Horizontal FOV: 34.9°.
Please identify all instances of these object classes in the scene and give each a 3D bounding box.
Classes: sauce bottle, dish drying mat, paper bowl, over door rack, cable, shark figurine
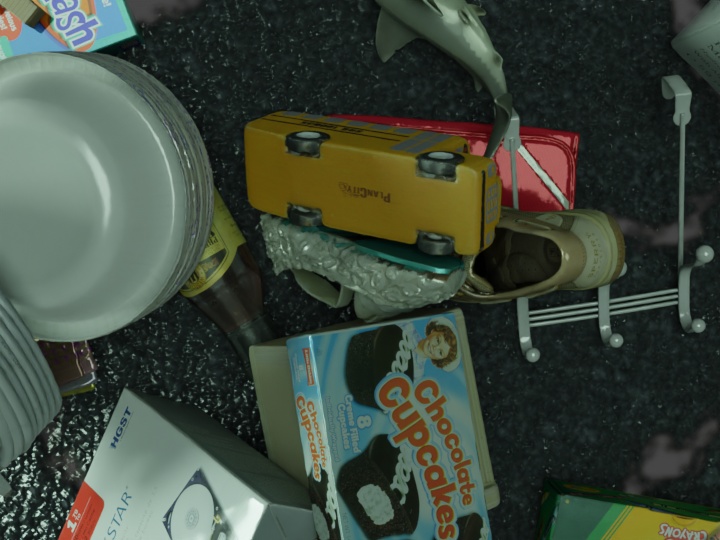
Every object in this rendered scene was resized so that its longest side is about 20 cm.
[{"bbox_3d":[-0.115,-0.012,0.864,0.066,0.066,0.201,-31,93,-1],"label":"sauce bottle"},{"bbox_3d":[0.070,-0.078,0.893,0.198,0.018,0.077,3,97,-4],"label":"dish drying mat"},{"bbox_3d":[-0.209,-0.050,0.792,0.199,0.104,0.202,2,100,12],"label":"paper bowl"},{"bbox_3d":[0.184,-0.035,0.864,0.147,0.067,0.201,-9,104,-3],"label":"over door rack"},{"bbox_3d":[-0.289,0.045,0.774,0.200,0.200,0.069,39,55,12],"label":"cable"},{"bbox_3d":[0.050,-0.171,0.860,0.215,0.128,0.089,51,126,5],"label":"shark figurine"}]

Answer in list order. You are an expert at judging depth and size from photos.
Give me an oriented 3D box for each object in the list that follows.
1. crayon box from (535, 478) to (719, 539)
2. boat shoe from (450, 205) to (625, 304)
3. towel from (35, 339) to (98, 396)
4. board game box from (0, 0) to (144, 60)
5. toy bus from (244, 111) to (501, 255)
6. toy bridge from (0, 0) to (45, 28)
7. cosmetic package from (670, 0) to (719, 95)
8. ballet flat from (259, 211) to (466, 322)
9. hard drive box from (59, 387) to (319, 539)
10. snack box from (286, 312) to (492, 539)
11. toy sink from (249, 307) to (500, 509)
[{"bbox_3d":[0.234,0.242,0.898,0.199,0.058,0.120,10,92,-4],"label":"crayon box"},{"bbox_3d":[0.092,-0.012,0.815,0.064,0.199,0.072,-9,90,-37],"label":"boat shoe"},{"bbox_3d":[-0.295,0.016,0.878,0.143,0.023,0.201,-18,93,-1],"label":"towel"},{"bbox_3d":[-0.283,-0.208,0.856,0.199,0.045,0.153,-22,94,-2],"label":"board game box"},{"bbox_3d":[0.008,-0.065,0.811,0.199,0.078,0.066,12,114,30],"label":"toy bus"},{"bbox_3d":[-0.311,-0.136,0.823,0.067,0.027,0.200,39,91,-4],"label":"toy bridge"},{"bbox_3d":[0.360,-0.176,0.815,0.165,0.200,0.165,44,90,-4],"label":"cosmetic package"},{"bbox_3d":[0.000,0.000,0.829,0.071,0.199,0.072,-17,117,-37],"label":"ballet flat"},{"bbox_3d":[-0.122,0.196,0.807,0.077,0.200,0.157,22,91,-42],"label":"hard drive box"},{"bbox_3d":[0.024,0.134,0.749,0.116,0.037,0.201,-7,86,-33],"label":"snack box"},{"bbox_3d":[0.015,0.138,0.830,0.130,0.112,0.201,-11,93,-32],"label":"toy sink"}]
